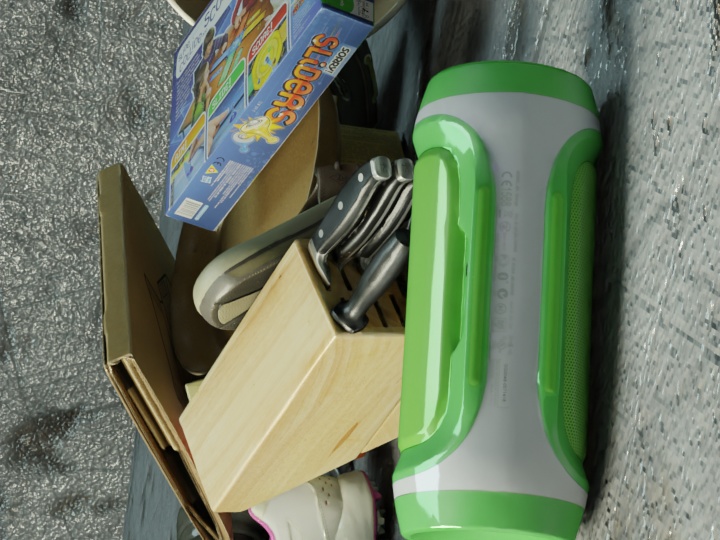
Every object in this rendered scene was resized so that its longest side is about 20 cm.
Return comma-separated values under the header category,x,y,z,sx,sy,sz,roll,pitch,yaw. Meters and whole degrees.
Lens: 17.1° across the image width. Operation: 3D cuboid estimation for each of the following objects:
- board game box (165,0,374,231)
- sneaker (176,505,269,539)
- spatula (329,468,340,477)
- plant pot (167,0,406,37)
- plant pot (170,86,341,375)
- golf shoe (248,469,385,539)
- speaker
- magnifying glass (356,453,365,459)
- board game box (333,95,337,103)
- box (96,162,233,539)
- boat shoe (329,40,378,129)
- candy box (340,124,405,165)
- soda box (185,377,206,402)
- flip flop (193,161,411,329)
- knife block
category,x,y,z,sx,sy,sz,roll,pitch,yaw
board game box,-0.054,-0.134,1.388,0.200,0.034,0.136,-48,32,44
sneaker,-0.101,0.227,1.542,0.200,0.076,0.091,99,176,-54
spatula,-0.016,0.148,1.576,0.057,0.021,0.200,106,165,-46
plant pot,-0.035,-0.251,1.554,0.200,0.187,0.188,-69,-11,-70
plant pot,-0.059,-0.032,1.407,0.200,0.027,0.200,-49,32,46
golf shoe,-0.038,0.219,1.455,0.075,0.091,0.200,-166,80,-80
speaker,0.059,0.016,1.020,0.088,0.088,0.200,130,145,-73
magnifying glass,-0.011,0.042,1.597,0.200,0.022,0.080,-97,24,-43
board game box,-0.056,-0.015,1.538,0.200,0.034,0.135,122,155,-67
box,-0.120,0.052,1.473,0.200,0.021,0.164,-101,-12,-53
boat shoe,-0.020,-0.098,1.638,0.060,0.072,0.202,-45,-18,-18
candy box,0.000,0.000,1.469,0.200,0.055,0.116,-104,23,-64
soda box,-0.056,0.091,1.433,0.200,0.064,0.068,41,-147,-86
flip flop,-0.018,-0.026,1.279,0.058,0.200,0.081,46,137,22
knife block,-0.018,0.027,1.203,0.176,0.200,0.064,59,-173,-56
